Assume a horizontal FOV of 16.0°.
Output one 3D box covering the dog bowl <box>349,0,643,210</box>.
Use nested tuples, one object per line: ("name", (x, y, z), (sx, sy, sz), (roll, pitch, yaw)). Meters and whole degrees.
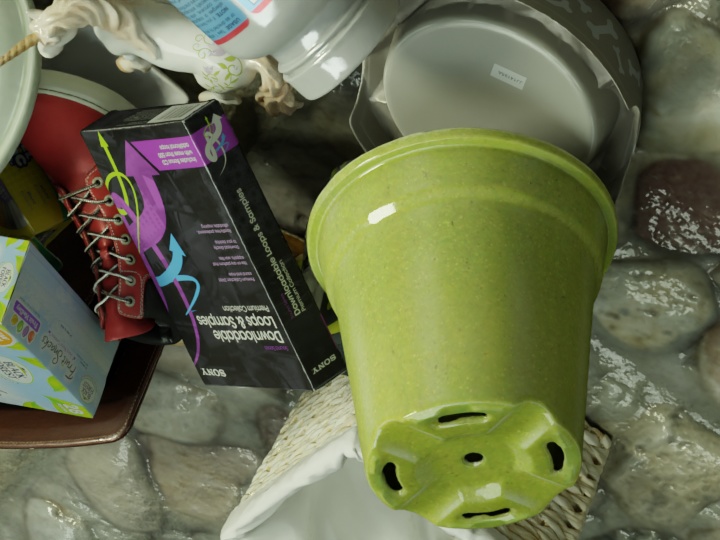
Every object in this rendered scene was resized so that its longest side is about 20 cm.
("dog bowl", (0.087, -0.115, 1.620), (0.199, 0.059, 0.201), (15, 138, 14))

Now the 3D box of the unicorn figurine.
("unicorn figurine", (-0.134, -0.147, 1.658), (0.199, 0.074, 0.137), (3, 176, -1))

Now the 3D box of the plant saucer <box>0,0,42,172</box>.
("plant saucer", (-0.305, -0.130, 1.728), (0.199, 0.201, 0.050), (-3, 166, 32))

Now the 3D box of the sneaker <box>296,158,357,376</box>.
("sneaker", (0.000, 0.000, 1.714), (0.084, 0.075, 0.200), (17, 141, -9))

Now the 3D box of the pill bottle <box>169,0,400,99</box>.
("pill bottle", (-0.075, -0.197, 1.515), (0.200, 0.109, 0.109), (42, 138, -16))

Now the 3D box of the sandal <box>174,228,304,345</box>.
("sandal", (-0.068, -0.014, 1.809), (0.211, 0.078, 0.070), (-18, 116, 32))

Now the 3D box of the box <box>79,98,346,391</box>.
("box", (-0.098, -0.014, 1.688), (0.143, 0.036, 0.201), (-1, 120, 56))

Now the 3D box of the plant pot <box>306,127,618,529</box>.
("plant pot", (0.065, 0.048, 1.573), (0.199, 0.185, 0.201), (0, 140, 0))

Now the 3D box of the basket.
("basket", (0.042, 0.163, 1.856), (0.198, 0.161, 0.200), (38, 138, -11))

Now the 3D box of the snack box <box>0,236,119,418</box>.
("snack box", (-0.289, 0.028, 1.761), (0.199, 0.068, 0.169), (7, 157, 21))

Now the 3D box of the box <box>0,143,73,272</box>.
("box", (-0.275, -0.071, 1.821), (0.117, 0.048, 0.201), (-37, 82, 50))

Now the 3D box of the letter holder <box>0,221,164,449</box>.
("letter holder", (-0.257, 0.049, 1.910), (0.199, 0.143, 0.101), (-1, 144, 31))

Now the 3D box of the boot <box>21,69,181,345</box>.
("boot", (-0.180, -0.035, 1.749), (0.072, 0.145, 0.200), (-16, 141, 35))

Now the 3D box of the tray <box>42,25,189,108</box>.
("tray", (-0.205, -0.115, 1.816), (0.107, 0.022, 0.200), (39, 139, -13))
